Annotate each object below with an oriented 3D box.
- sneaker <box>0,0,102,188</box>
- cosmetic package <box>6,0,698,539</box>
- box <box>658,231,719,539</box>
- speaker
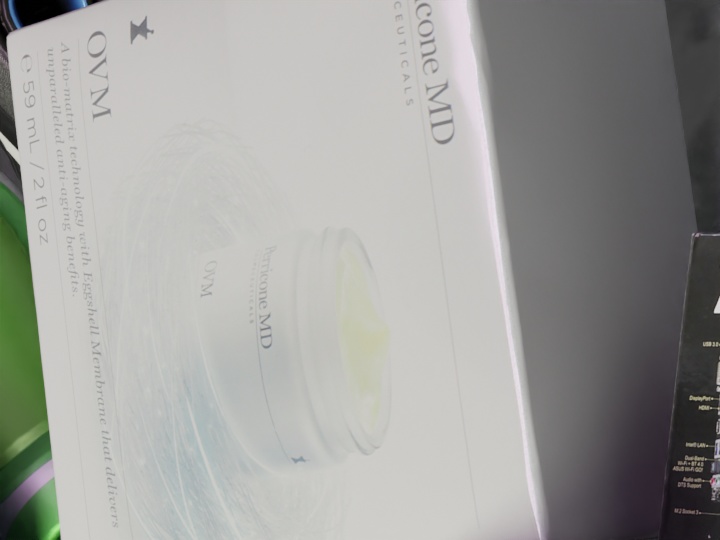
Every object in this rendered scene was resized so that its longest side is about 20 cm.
[{"bbox_3d":[-0.135,-0.105,0.915,0.073,0.112,0.200,-27,60,-18],"label":"sneaker"},{"bbox_3d":[0.000,0.000,0.751,0.199,0.123,0.201,-12,82,36],"label":"cosmetic package"},{"bbox_3d":[0.186,0.076,0.620,0.199,0.086,0.165,-1,78,39],"label":"box"},{"bbox_3d":[-0.139,0.040,0.904,0.089,0.088,0.200,-50,52,18],"label":"speaker"}]
